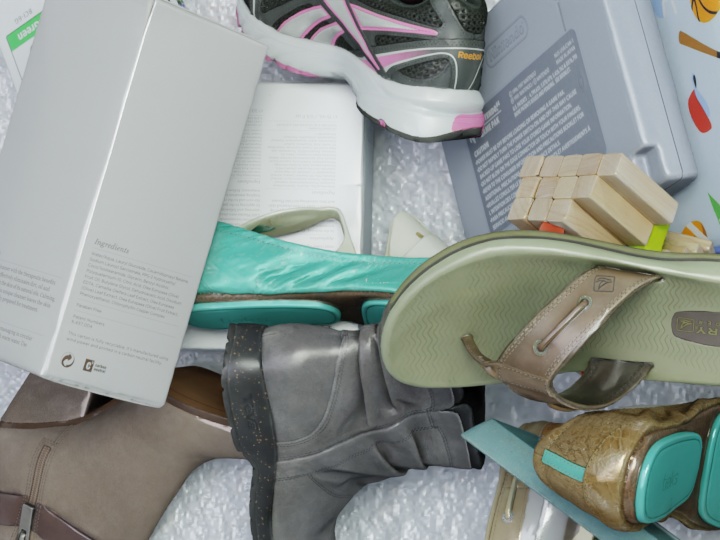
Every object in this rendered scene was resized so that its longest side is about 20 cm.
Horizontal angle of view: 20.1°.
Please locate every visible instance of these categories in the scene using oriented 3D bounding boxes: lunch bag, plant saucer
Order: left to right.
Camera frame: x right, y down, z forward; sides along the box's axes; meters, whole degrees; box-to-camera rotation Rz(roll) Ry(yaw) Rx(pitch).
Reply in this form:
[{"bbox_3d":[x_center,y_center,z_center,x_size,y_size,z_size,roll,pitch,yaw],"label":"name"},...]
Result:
[{"bbox_3d":[0.137,0.131,0.970,0.200,0.070,0.019,37,96,31],"label":"plant saucer"},{"bbox_3d":[0.168,-0.101,1.004,0.160,0.075,0.201,-10,87,63],"label":"lunch bag"}]

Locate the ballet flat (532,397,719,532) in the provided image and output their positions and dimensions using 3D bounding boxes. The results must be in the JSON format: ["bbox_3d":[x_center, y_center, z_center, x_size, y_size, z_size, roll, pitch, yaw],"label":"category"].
[{"bbox_3d":[0.139,0.090,0.967,0.072,0.200,0.068,14,97,30],"label":"ballet flat"}]

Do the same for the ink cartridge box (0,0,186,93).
[{"bbox_3d":[-0.156,-0.130,1.229,0.109,0.050,0.201,-29,72,23],"label":"ink cartridge box"}]

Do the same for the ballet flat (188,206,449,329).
[{"bbox_3d":[0.000,0.000,1.084,0.199,0.067,0.071,5,74,3],"label":"ballet flat"}]

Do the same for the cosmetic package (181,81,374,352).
[{"bbox_3d":[-0.093,-0.029,1.151,0.199,0.052,0.152,2,84,7],"label":"cosmetic package"}]

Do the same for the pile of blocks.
[{"bbox_3d":[0.126,0.016,0.977,0.082,0.200,0.062,13,69,25],"label":"pile of blocks"}]

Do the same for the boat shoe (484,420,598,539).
[{"bbox_3d":[0.087,0.178,1.065,0.068,0.075,0.201,16,83,29],"label":"boat shoe"}]

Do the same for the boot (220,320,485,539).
[{"bbox_3d":[0.006,0.105,1.080,0.131,0.201,0.070,-4,43,7],"label":"boot"}]

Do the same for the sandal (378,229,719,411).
[{"bbox_3d":[0.104,0.028,0.897,0.200,0.057,0.080,0,126,13],"label":"sandal"}]

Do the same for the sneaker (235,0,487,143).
[{"bbox_3d":[0.010,-0.141,1.099,0.200,0.080,0.087,33,117,43],"label":"sneaker"}]

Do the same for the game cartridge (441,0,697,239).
[{"bbox_3d":[0.099,-0.078,1.037,0.200,0.040,0.134,-37,67,63],"label":"game cartridge"}]

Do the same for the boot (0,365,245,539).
[{"bbox_3d":[-0.133,0.124,1.193,0.199,0.070,0.147,22,102,30],"label":"boot"}]

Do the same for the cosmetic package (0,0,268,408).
[{"bbox_3d":[-0.135,-0.041,1.068,0.107,0.085,0.201,16,87,50],"label":"cosmetic package"}]
